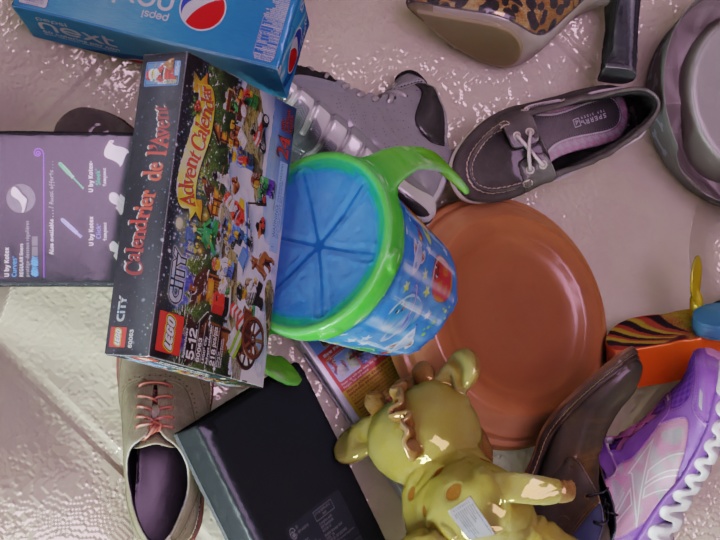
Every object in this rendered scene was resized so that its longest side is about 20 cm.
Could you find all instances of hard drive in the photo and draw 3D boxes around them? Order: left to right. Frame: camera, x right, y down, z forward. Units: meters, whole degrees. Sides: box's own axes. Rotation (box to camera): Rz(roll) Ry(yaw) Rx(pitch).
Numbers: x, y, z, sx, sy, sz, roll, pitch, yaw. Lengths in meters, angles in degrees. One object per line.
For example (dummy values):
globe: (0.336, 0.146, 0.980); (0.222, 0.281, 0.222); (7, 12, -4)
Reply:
hard drive: (-0.045, 0.179, 1.336); (0.139, 0.033, 0.201); (-30, 95, -56)

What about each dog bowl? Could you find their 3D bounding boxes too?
dog bowl: (0.326, -0.140, 1.532); (0.199, 0.059, 0.201); (2, 83, -19)

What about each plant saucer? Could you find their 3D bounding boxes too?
plant saucer: (0.113, 0.038, 1.427); (0.199, 0.037, 0.201); (7, 74, -27)

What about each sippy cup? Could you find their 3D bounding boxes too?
sippy cup: (0.000, 0.000, 1.328); (0.130, 0.177, 0.140); (30, 50, -51)

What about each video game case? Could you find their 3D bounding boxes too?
video game case: (0.037, 0.063, 1.425); (0.143, 0.017, 0.200); (-36, 97, -20)

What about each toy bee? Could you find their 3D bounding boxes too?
toy bee: (0.290, 0.058, 1.485); (0.199, 0.109, 0.131); (15, 111, -8)

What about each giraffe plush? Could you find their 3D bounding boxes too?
giraffe plush: (0.059, 0.156, 1.328); (0.172, 0.200, 0.162); (-18, 50, -10)

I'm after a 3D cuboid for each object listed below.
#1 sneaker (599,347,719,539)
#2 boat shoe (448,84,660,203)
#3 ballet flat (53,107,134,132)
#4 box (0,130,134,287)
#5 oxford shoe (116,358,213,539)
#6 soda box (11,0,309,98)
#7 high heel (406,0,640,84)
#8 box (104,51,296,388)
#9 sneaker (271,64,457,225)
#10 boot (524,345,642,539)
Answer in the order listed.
sneaker: (0.220, 0.146, 1.424); (0.088, 0.081, 0.201); (22, 110, 1)
boat shoe: (0.154, -0.106, 1.443); (0.200, 0.057, 0.067); (-24, 94, -35)
ballet flat: (-0.147, -0.043, 1.362); (0.200, 0.046, 0.067); (41, 87, -5)
box: (-0.237, -0.042, 1.263); (0.199, 0.122, 0.107); (0, 91, -11)
oxford shoe: (-0.139, 0.103, 1.320); (0.070, 0.075, 0.201); (-6, 84, -3)
soda box: (-0.141, -0.184, 1.325); (0.199, 0.068, 0.064); (15, 79, 7)
high heel: (0.134, -0.235, 1.480); (0.199, 0.071, 0.143); (12, 67, -14)
box: (-0.104, -0.030, 1.234); (0.136, 0.038, 0.201); (21, 72, -59)
sneaker: (-0.008, -0.126, 1.413); (0.200, 0.075, 0.116); (40, 58, -10)
boot: (0.172, 0.157, 1.387); (0.097, 0.075, 0.200); (41, 107, 19)
